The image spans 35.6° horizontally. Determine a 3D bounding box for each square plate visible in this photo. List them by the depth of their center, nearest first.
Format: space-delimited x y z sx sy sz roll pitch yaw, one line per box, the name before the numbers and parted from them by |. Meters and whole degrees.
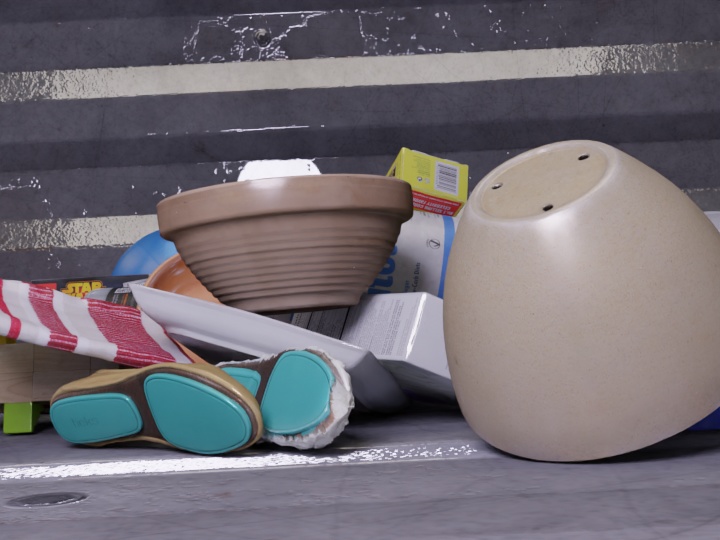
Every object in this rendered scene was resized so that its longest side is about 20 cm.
square plate | -0.069 0.071 0.904 0.199 0.029 0.198 14 -13 16

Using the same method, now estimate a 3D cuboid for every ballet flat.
ballet flat | -0.138 0.088 0.794 0.199 0.069 0.063 -3 21 34
ballet flat | -0.050 0.092 0.794 0.072 0.072 0.200 -2 -1 -34

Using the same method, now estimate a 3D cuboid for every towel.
towel | -0.233 0.037 0.874 0.200 0.023 0.144 18 6 -27

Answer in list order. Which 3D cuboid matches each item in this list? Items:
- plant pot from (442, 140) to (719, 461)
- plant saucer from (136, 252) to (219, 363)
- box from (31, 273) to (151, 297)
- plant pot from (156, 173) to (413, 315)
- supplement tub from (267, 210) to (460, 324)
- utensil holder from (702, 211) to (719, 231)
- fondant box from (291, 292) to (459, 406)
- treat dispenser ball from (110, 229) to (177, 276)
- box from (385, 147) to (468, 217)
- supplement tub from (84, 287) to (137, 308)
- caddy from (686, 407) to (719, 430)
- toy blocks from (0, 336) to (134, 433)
plant pot | 0.132 -0.001 0.695 0.200 0.135 0.200 -20 27 10
plant saucer | -0.121 0.056 1.107 0.199 0.201 0.038 -2 -39 -16
box | -0.284 0.074 1.311 0.199 0.137 0.040 -4 -4 9
plant pot | -0.056 -0.014 0.877 0.200 0.093 0.201 -4 -4 0
supplement tub | 0.000 0.000 1.073 0.199 0.132 0.132 8 -2 -5
utensil holder | 0.360 0.027 1.060 0.169 0.171 0.200 -3 2 1
fondant box | 0.046 0.069 0.934 0.144 0.058 0.200 23 -13 -28
treat dispenser ball | -0.231 0.043 1.461 0.200 0.202 0.201 -3 -1 0
box | 0.040 -0.044 1.164 0.075 0.050 0.200 15 -35 -15
supplement tub | -0.192 0.075 1.194 0.199 0.123 0.123 -3 -1 5
caddy | 0.229 0.056 0.828 0.141 0.105 0.200 -2 -1 32
toy blocks | -0.265 0.099 1.005 0.199 0.100 0.137 -3 -12 8
